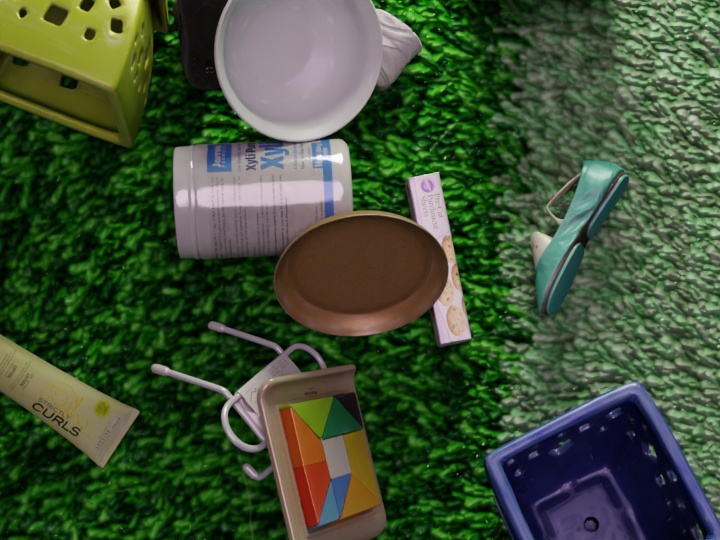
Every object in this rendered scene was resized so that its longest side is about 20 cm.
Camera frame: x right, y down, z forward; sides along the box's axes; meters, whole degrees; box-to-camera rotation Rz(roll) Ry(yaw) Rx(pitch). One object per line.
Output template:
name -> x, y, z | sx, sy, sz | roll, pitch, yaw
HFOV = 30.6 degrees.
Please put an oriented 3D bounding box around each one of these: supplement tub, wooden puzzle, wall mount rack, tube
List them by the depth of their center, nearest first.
wooden puzzle -> -0.034, 0.210, 1.455 | 0.037, 0.184, 0.202 | -12, 86, 32
wall mount rack -> -0.128, 0.132, 1.475 | 0.174, 0.200, 0.074 | 50, 125, 1
tube -> -0.347, 0.139, 1.484 | 0.199, 0.052, 0.058 | 38, 123, -23
supplement tub -> -0.110, -0.081, 1.500 | 0.197, 0.132, 0.134 | -3, 84, -5

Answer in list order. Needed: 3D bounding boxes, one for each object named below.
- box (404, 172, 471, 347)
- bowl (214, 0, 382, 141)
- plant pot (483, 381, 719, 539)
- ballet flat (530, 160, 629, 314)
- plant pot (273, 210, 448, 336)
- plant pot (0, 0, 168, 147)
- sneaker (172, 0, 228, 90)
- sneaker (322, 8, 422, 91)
box -> 0.091, -0.012, 1.549 | 0.041, 0.039, 0.202 | -10, 84, -5
bowl -> -0.081, -0.252, 1.485 | 0.199, 0.090, 0.204 | -7, 108, -23
plant pot -> 0.258, 0.270, 1.442 | 0.198, 0.180, 0.201 | -24, 67, -6
ballet flat -> 0.242, -0.044, 1.557 | 0.070, 0.067, 0.201 | 27, 82, 25
plant pot -> 0.000, 0.000, 1.485 | 0.197, 0.201, 0.028 | -4, 48, -4
plant pot -> -0.322, -0.278, 1.483 | 0.197, 0.200, 0.183 | 21, 77, 0
sneaker -> -0.181, -0.321, 1.512 | 0.075, 0.201, 0.115 | -7, 40, -13
sneaker -> -0.030, -0.285, 1.557 | 0.199, 0.078, 0.100 | 33, 86, 2
